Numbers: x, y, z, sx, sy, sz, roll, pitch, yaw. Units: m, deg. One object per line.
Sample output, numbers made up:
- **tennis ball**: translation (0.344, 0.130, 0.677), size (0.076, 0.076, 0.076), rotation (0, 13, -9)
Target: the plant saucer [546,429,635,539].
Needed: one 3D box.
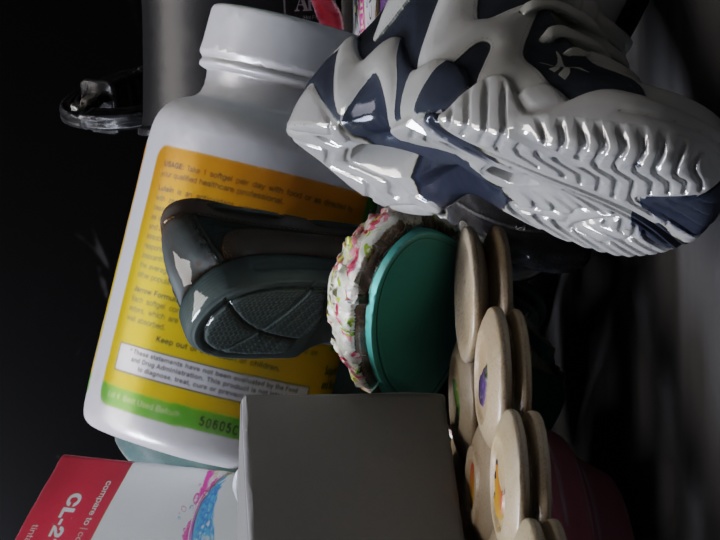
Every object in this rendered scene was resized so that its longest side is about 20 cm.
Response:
- **plant saucer**: translation (0.074, 0.156, 0.896), size (0.201, 0.050, 0.202), rotation (180, 90, -86)

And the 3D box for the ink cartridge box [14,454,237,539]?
- **ink cartridge box**: translation (-0.043, 0.162, 1.044), size (0.146, 0.199, 0.083), rotation (55, -130, -38)

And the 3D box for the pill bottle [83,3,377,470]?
- **pill bottle**: translation (-0.052, -0.015, 1.063), size (0.111, 0.110, 0.201), rotation (-159, 83, -85)

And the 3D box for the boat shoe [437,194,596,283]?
- **boat shoe**: translation (0.060, -0.029, 0.965), size (0.200, 0.071, 0.068), rotation (-160, 70, -77)

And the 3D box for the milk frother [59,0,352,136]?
- **milk frother**: translation (-0.093, -0.168, 1.274), size (0.180, 0.199, 0.190), rotation (-14, -77, -70)

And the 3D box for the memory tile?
- **memory tile**: translation (0.048, 0.094, 0.813), size (0.201, 0.017, 0.154), rotation (-96, 8, -51)

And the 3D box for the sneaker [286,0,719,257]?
- **sneaker**: translation (0.068, -0.081, 0.771), size (0.199, 0.079, 0.130), rotation (5, 63, 61)

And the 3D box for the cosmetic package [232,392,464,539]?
- **cosmetic package**: translation (-0.002, 0.148, 0.830), size (0.201, 0.089, 0.107), rotation (-92, 5, -46)

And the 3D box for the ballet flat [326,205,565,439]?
- **ballet flat**: translation (0.022, 0.023, 0.924), size (0.076, 0.064, 0.200), rotation (-53, -32, -7)

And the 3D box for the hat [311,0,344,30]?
- **hat**: translation (-0.006, -0.155, 1.048), size (0.176, 0.165, 0.201), rotation (45, -158, -27)

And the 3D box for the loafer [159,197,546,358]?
- **loafer**: translation (0.000, 0.000, 0.997), size (0.072, 0.199, 0.063), rotation (-48, 54, 32)

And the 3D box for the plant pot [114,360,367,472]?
- **plant pot**: translation (-0.010, 0.071, 1.201), size (0.135, 0.199, 0.200), rotation (-63, 8, 6)

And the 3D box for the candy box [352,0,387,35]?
- **candy box**: translation (0.038, -0.154, 1.137), size (0.200, 0.071, 0.169), rotation (152, 117, -84)
